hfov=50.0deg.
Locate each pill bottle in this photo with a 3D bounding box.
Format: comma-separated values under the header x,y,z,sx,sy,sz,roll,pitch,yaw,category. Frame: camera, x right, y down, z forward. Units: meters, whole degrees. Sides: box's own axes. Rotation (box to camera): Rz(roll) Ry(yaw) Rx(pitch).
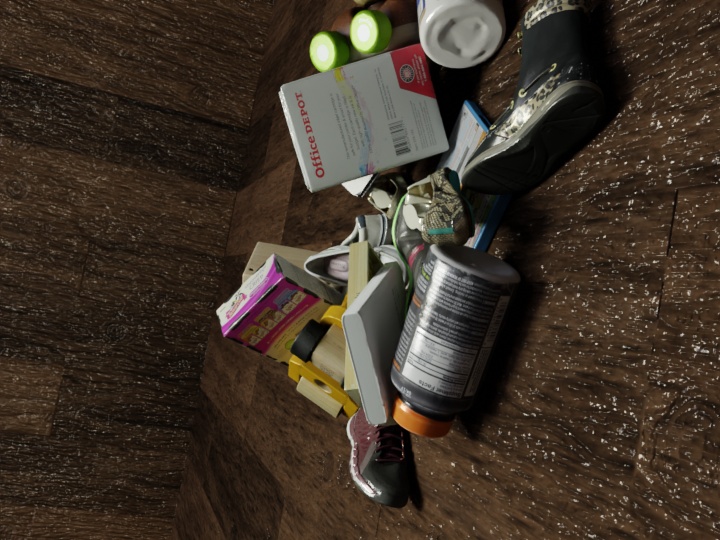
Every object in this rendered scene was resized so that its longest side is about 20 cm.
x,y,z,sx,sy,sz,roll,pitch,yaw,category
0.128,-0.375,1.020,0.111,0.109,0.202,126,150,-51,pill bottle
0.095,0.080,0.848,0.106,0.105,0.203,-122,46,-65,pill bottle

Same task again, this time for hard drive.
x,y,z,sx,sy,sz,roll,pitch,yaw,category
0.030,0.080,0.942,0.200,0.026,0.134,-48,-54,-67,hard drive

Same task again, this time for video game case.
x,y,z,sx,sy,sz,roll,pitch,yaw,category
0.138,-0.111,0.976,0.201,0.018,0.144,-106,33,-56,video game case

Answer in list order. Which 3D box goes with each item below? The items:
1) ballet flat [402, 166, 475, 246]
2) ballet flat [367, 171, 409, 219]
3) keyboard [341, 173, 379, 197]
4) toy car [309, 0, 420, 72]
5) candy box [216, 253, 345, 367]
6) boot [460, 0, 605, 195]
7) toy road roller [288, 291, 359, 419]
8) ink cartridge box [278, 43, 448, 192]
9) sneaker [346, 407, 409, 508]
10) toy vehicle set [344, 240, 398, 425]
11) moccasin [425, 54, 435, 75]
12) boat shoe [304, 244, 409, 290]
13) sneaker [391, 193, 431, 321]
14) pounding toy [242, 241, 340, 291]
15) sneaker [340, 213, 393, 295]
x,y,z,sx,sy,sz,roll,pitch,yaw,category
0.085,-0.075,0.882,0.200,0.074,0.069,-83,-14,-71,ballet flat
0.043,-0.118,1.196,0.200,0.061,0.068,-135,59,-69,ballet flat
0.016,-0.223,1.202,0.127,0.021,0.201,46,111,25,keyboard
0.007,-0.397,1.085,0.156,0.163,0.203,-11,98,42,toy car
-0.104,0.074,1.201,0.136,0.199,0.061,-42,44,15,candy box
0.179,-0.183,0.816,0.203,0.073,0.156,139,142,-56,boot
-0.019,0.118,1.149,0.146,0.122,0.201,-52,-10,-27,toy road roller
-0.001,-0.207,1.070,0.145,0.197,0.147,-131,25,-79,ink cartridge box
0.031,0.209,1.017,0.200,0.075,0.117,-120,47,-65,sneaker
0.017,0.081,0.988,0.124,0.026,0.203,53,-148,-54,toy vehicle set
0.064,-0.311,1.227,0.202,0.077,0.075,128,150,-54,moccasin
-0.001,-0.002,1.162,0.200,0.064,0.076,11,107,46,boat shoe
0.092,-0.009,0.980,0.084,0.076,0.203,-38,54,54,sneaker
-0.110,0.085,1.346,0.143,0.181,0.202,-75,-7,-54,pounding toy
-0.008,-0.015,1.272,0.074,0.070,0.202,-102,27,-50,sneaker
